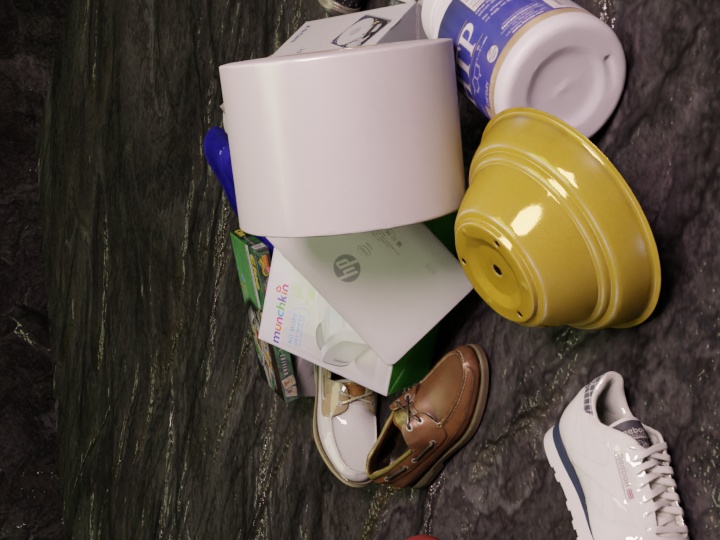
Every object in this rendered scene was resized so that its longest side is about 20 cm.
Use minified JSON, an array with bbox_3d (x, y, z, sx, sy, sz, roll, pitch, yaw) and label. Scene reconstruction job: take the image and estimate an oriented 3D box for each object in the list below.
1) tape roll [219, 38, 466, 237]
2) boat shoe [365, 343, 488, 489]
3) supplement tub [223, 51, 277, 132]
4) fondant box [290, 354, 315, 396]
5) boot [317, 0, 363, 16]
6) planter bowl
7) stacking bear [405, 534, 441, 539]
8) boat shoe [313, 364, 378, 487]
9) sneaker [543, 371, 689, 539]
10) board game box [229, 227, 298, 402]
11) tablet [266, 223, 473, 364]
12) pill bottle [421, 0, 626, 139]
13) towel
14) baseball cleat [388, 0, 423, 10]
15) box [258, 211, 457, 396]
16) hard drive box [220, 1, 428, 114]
[{"bbox_3d":[-0.014,-0.117,0.926,0.202,0.200,0.141,20,120,63],"label":"tape roll"},{"bbox_3d":[0.065,0.155,1.105,0.072,0.067,0.202,-113,37,-46],"label":"boat shoe"},{"bbox_3d":[-0.087,-0.205,1.384,0.199,0.143,0.147,179,94,-65],"label":"supplement tub"},{"bbox_3d":[-0.080,0.046,1.437,0.201,0.058,0.146,60,140,48],"label":"fondant box"},{"bbox_3d":[-0.019,-0.432,1.358,0.154,0.073,0.205,-56,43,42],"label":"boot"},{"bbox_3d":[0.133,-0.019,0.857,0.200,0.083,0.201,45,156,26],"label":"planter bowl"},{"bbox_3d":[0.110,0.305,0.958,0.199,0.120,0.116,-3,91,55],"label":"stacking bear"},{"bbox_3d":[-0.016,0.149,1.270,0.069,0.074,0.202,117,147,-49],"label":"boat shoe"},{"bbox_3d":[0.204,0.169,0.815,0.081,0.076,0.201,-57,39,30],"label":"sneaker"},{"bbox_3d":[-0.120,0.054,1.358,0.105,0.023,0.203,-142,40,-63],"label":"board game box"},{"bbox_3d":[0.002,-0.018,1.061,0.200,0.014,0.130,46,112,2],"label":"tablet"},{"bbox_3d":[0.131,-0.196,0.952,0.200,0.118,0.121,-124,44,-52],"label":"pill bottle"},{"bbox_3d":[-0.137,-0.085,1.378,0.200,0.049,0.149,47,168,54],"label":"towel"},{"bbox_3d":[0.050,-0.278,1.152,0.199,0.106,0.070,-11,41,57],"label":"baseball cleat"},{"bbox_3d":[0.000,0.000,1.152,0.175,0.096,0.203,21,109,28],"label":"box"},{"bbox_3d":[-0.029,-0.194,1.141,0.199,0.077,0.156,6,49,52],"label":"hard drive box"}]
